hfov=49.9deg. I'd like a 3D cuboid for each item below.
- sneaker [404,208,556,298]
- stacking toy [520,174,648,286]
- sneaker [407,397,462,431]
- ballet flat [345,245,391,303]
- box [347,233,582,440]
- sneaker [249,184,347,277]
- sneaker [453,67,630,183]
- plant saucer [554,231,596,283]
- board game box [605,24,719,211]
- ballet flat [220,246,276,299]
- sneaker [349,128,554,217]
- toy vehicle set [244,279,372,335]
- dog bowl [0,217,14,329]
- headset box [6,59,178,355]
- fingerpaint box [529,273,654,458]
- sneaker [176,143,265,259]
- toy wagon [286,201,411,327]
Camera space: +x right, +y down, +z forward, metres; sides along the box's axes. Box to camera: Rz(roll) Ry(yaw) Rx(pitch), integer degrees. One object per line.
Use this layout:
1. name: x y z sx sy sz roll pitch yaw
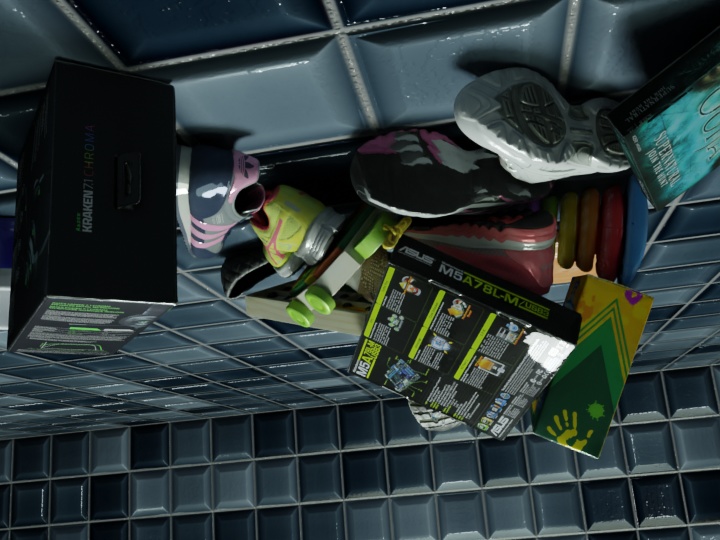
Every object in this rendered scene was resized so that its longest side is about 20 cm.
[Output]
1. sneaker: 0.113 -0.013 0.786 0.073 0.088 0.199 -21 -163 -34
2. stacking toy: 0.220 -0.046 0.885 0.196 0.119 0.110 4 172 14
3. sneaker: 0.089 0.088 0.915 0.077 0.204 0.090 -7 -174 9
4. ballet flat: 0.000 0.000 0.933 0.064 0.072 0.200 8 -178 -6
5. box: 0.096 0.076 0.787 0.190 0.048 0.201 25 140 6
6. sneaker: -0.080 -0.052 0.822 0.090 0.079 0.200 35 164 -11
7. sneaker: 0.143 -0.109 0.661 0.197 0.080 0.099 8 163 -36
8. plant saucer: 0.300 -0.016 1.114 0.196 0.033 0.201 -5 163 -1
9. board game box: 0.278 -0.125 0.627 0.135 0.028 0.199 -39 154 16
10. ballet flat: -0.095 -0.009 0.966 0.198 0.058 0.066 -16 162 34
11. sneaker: 0.082 -0.079 0.741 0.196 0.082 0.086 3 167 -17
12. toy vehicle set: -0.034 0.041 0.983 0.197 0.027 0.123 6 -165 37
13. dog bowl: -0.406 0.009 0.896 0.196 0.080 0.200 -4 165 -1
14. headset box: -0.214 -0.039 0.610 0.091 0.178 0.199 5 160 -30
15. fingerpaint box: 0.244 0.095 0.849 0.072 0.170 0.200 19 -177 11
16. sneaker: -0.133 -0.058 0.757 0.080 0.072 0.200 1 165 -5
17. toy wagon: -0.008 -0.023 0.793 0.039 0.156 0.200 39 156 -7
